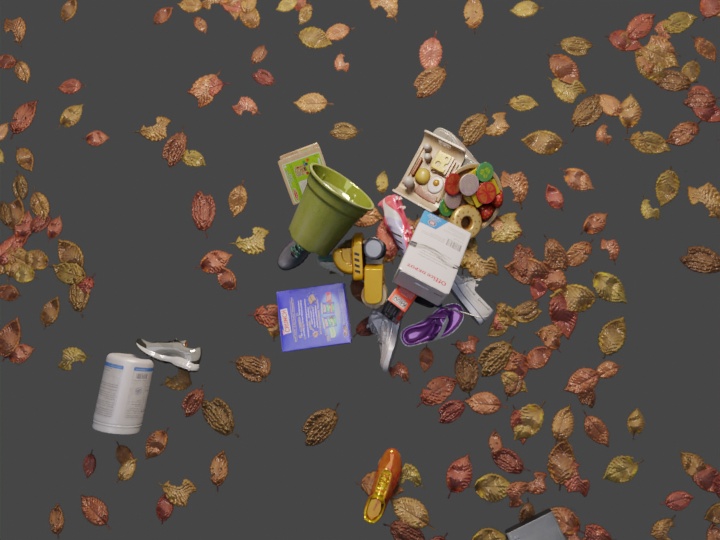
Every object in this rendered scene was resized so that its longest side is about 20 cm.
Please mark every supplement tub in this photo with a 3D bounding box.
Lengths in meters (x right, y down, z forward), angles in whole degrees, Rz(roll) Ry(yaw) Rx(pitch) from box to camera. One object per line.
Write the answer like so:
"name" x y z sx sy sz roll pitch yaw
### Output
"supplement tub" -0.663 0.342 1.482 0.129 0.132 0.205 10 82 5

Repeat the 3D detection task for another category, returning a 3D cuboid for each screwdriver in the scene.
"screwdriver" 0.244 0.101 1.482 0.196 0.028 0.030 12 121 25

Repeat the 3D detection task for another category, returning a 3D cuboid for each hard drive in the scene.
"hard drive" 0.488 0.760 1.395 0.137 0.033 0.203 -25 81 0

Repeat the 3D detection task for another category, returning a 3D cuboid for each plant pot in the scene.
"plant pot" -0.094 -0.148 1.398 0.199 0.200 0.186 38 109 8

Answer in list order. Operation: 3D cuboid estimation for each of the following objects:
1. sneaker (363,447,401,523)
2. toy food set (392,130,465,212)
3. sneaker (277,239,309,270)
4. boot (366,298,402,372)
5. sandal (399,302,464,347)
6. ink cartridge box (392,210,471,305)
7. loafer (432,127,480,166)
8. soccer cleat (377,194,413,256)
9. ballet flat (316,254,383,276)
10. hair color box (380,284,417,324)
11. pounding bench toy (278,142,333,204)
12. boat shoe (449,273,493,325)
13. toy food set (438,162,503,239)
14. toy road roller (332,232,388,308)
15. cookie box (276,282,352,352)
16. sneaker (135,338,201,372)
"sneaker" 0.065 0.584 1.427 0.071 0.077 0.204 17 82 8
"toy food set" 0.197 -0.287 1.527 0.142 0.060 0.203 31 94 21
"sneaker" -0.167 -0.080 1.532 0.199 0.088 0.075 -40 81 -3
"boot" 0.060 0.178 1.496 0.093 0.074 0.204 11 74 11
"sandal" 0.206 0.161 1.492 0.200 0.050 0.084 -29 81 -1
"ink cartridge box" 0.189 -0.033 1.396 0.142 0.085 0.202 26 62 2
"loafer" 0.290 -0.339 1.562 0.201 0.063 0.072 50 120 12
"soccer cleat" 0.110 -0.120 1.541 0.075 0.066 0.204 -19 86 32
"ballet flat" -0.029 -0.015 1.527 0.195 0.072 0.074 -5 81 3
"hair color box" 0.141 0.042 1.457 0.061 0.102 0.201 35 65 7
"pounding bench toy" -0.146 -0.248 1.533 0.122 0.156 0.204 -19 108 0
"boat shoe" 0.304 0.049 1.490 0.086 0.075 0.203 -38 84 -2
"toy food set" 0.315 -0.203 1.499 0.198 0.049 0.200 -34 111 -1
"toy road roller" 0.000 0.000 1.441 0.142 0.123 0.205 -2 91 7
"cookie box" -0.131 0.133 1.505 0.195 0.075 0.175 -7 82 2
"sneaker" -0.551 0.231 1.526 0.196 0.074 0.081 18 74 0
